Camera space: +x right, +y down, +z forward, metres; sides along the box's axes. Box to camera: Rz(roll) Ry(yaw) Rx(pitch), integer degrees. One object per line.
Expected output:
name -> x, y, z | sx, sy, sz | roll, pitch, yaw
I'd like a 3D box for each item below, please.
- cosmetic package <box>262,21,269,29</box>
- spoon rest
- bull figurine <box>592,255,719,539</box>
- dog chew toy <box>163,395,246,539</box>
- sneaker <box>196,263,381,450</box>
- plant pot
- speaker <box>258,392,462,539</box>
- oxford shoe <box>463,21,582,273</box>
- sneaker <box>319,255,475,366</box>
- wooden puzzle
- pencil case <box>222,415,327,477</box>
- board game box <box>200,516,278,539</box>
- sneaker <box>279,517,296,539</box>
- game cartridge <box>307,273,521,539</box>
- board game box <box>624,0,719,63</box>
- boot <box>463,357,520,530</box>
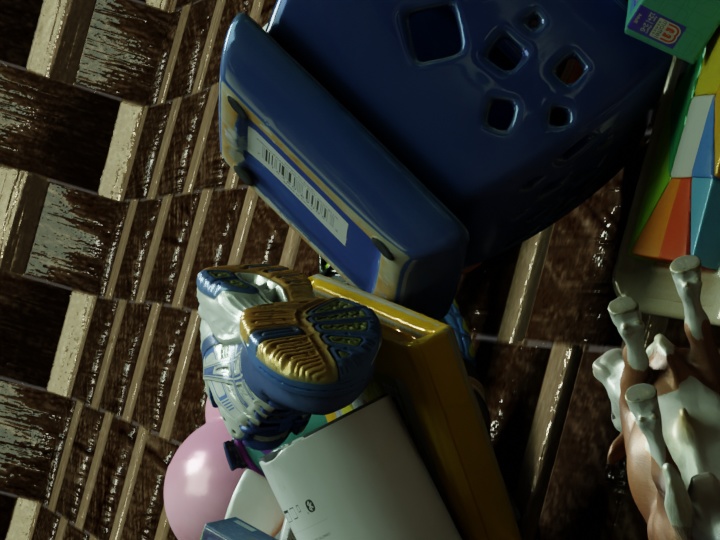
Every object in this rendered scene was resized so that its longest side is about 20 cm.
cosmetic package -> 0.038, -0.179, 1.914 | 0.200, 0.108, 0.085 | -46, 11, -8
spoon rest -> -0.058, 0.183, 1.872 | 0.061, 0.099, 0.200 | -55, -17, -13
bull figurine -> 0.149, 0.074, 1.375 | 0.200, 0.065, 0.122 | -108, 2, -55
dog chew toy -> -0.066, 0.119, 2.168 | 0.125, 0.124, 0.201 | 141, 150, -68
sneaker -> -0.037, 0.057, 1.572 | 0.200, 0.075, 0.089 | -141, 52, -71
plant pot -> 0.031, -0.095, 1.616 | 0.180, 0.200, 0.200 | -44, -8, -12
speaker -> 0.024, 0.171, 1.555 | 0.201, 0.081, 0.081 | 63, 160, 3
oxford shoe -> 0.074, -0.084, 1.854 | 0.071, 0.072, 0.201 | 41, 122, 34
sneaker -> 0.000, 0.000, 1.897 | 0.200, 0.082, 0.071 | 61, 166, 16
wooden puzzle -> 0.181, -0.067, 1.506 | 0.200, 0.037, 0.186 | -168, 94, -77
pencil case -> -0.024, 0.105, 1.912 | 0.200, 0.085, 0.093 | 20, -122, -77
board game box -> -0.023, 0.245, 1.695 | 0.034, 0.199, 0.136 | -7, -61, -59
sneaker -> -0.015, 0.224, 1.789 | 0.112, 0.077, 0.201 | 178, 82, -79
game cartridge -> 0.030, 0.110, 1.627 | 0.176, 0.032, 0.201 | 20, 131, 64
board game box -> 0.195, -0.225, 1.545 | 0.201, 0.045, 0.152 | -77, 15, -50
boot -> 0.037, 0.170, 1.779 | 0.139, 0.077, 0.201 | -111, 27, -48
